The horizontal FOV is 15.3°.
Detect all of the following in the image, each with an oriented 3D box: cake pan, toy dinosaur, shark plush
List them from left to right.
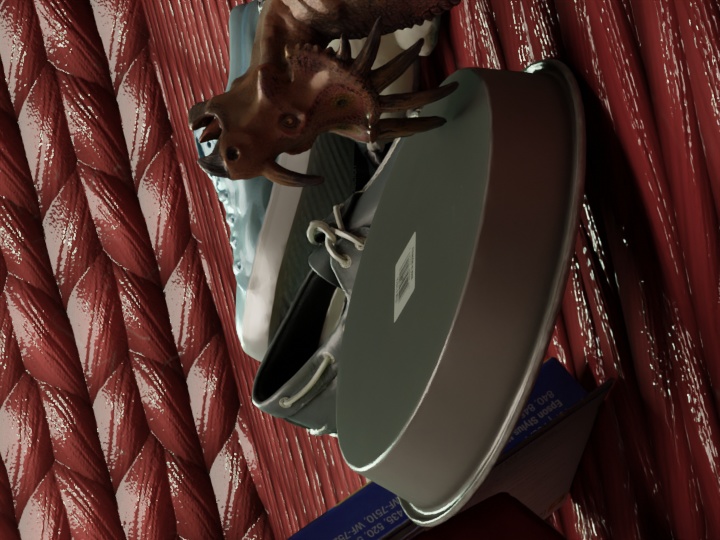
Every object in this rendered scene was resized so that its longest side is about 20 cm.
[{"bbox_3d":[0.017,-0.114,1.398,0.200,0.091,0.083,67,-156,-45],"label":"shark plush"},{"bbox_3d":[0.016,-0.124,1.082,0.086,0.200,0.136,20,-143,-49],"label":"toy dinosaur"},{"bbox_3d":[0.036,0.004,1.105,0.200,0.037,0.200,-164,90,-76],"label":"cake pan"}]

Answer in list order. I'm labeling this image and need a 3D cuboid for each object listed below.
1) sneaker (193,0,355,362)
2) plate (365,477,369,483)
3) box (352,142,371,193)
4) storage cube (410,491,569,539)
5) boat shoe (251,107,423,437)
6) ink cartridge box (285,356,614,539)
[{"bbox_3d":[-0.052,-0.051,1.457,0.074,0.082,0.200,12,-93,-63],"label":"sneaker"},{"bbox_3d":[0.030,0.068,1.450,0.200,0.032,0.200,-105,18,-51],"label":"plate"},{"bbox_3d":[-0.018,-0.074,1.549,0.143,0.036,0.200,-162,73,-81],"label":"box"},{"bbox_3d":[0.048,0.228,1.100,0.171,0.180,0.200,34,142,48],"label":"storage cube"},{"bbox_3d":[0.000,0.000,1.383,0.073,0.062,0.200,-112,38,-54],"label":"boat shoe"},{"bbox_3d":[0.018,0.119,1.226,0.047,0.198,0.200,52,166,18],"label":"ink cartridge box"}]
